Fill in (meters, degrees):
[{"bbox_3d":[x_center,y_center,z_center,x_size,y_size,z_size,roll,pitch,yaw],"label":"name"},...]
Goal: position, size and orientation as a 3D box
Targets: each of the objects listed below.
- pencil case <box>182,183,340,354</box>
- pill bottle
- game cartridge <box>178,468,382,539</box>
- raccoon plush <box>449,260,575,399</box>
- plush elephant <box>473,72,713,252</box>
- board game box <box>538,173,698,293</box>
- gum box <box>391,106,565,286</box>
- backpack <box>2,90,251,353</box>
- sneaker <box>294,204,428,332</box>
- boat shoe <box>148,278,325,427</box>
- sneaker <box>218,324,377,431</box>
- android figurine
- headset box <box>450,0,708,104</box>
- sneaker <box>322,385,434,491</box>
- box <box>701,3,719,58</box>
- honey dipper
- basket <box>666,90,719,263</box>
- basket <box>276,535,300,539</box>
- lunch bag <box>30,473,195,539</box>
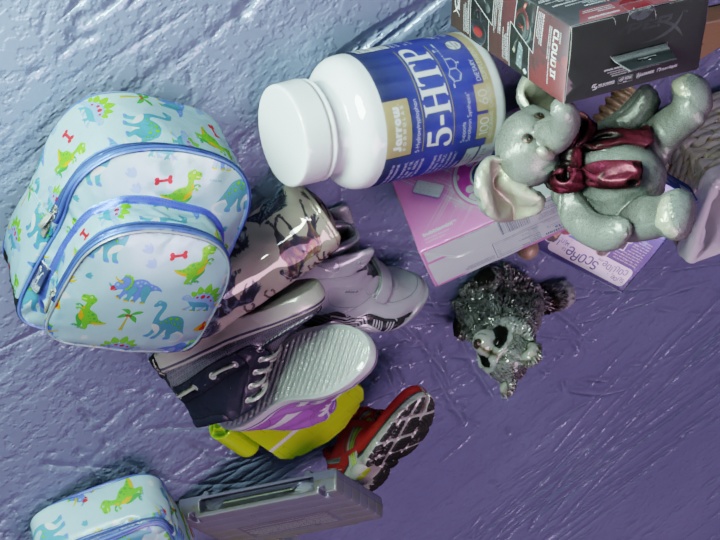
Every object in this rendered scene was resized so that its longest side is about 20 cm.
[{"bbox_3d":[-0.114,-0.006,1.573,0.199,0.090,0.078,-35,135,4],"label":"pencil case"},{"bbox_3d":[0.017,-0.137,1.494,0.199,0.120,0.120,-15,142,-28],"label":"pill bottle"},{"bbox_3d":[-0.088,0.267,1.903,0.199,0.039,0.130,-14,157,21],"label":"game cartridge"},{"bbox_3d":[0.196,0.062,1.876,0.199,0.134,0.097,-13,140,-29],"label":"raccoon plush"},{"bbox_3d":[0.189,-0.101,1.472,0.154,0.166,0.200,26,154,-18],"label":"plush elephant"},{"bbox_3d":[0.232,-0.072,1.758,0.199,0.035,0.136,27,116,-23],"label":"board game box"},{"bbox_3d":[0.138,-0.082,1.635,0.199,0.114,0.066,-23,144,4],"label":"gum box"},{"bbox_3d":[-0.185,-0.034,1.407,0.182,0.147,0.201,8,124,-31],"label":"backpack"},{"bbox_3d":[0.000,0.000,1.685,0.199,0.075,0.115,-2,137,-34],"label":"sneaker"},{"bbox_3d":[-0.102,0.081,1.627,0.199,0.093,0.075,-23,-167,29],"label":"boat shoe"},{"bbox_3d":[-0.042,0.110,1.703,0.200,0.073,0.114,-24,156,35],"label":"sneaker"},{"bbox_3d":[-0.073,0.135,1.819,0.182,0.041,0.200,-41,143,7],"label":"android figurine"},{"bbox_3d":[0.192,-0.221,1.462,0.148,0.200,0.075,-17,127,-26],"label":"headset box"},{"bbox_3d":[0.010,0.181,1.902,0.077,0.085,0.200,-8,149,-39],"label":"sneaker"},{"bbox_3d":[0.278,-0.214,1.648,0.199,0.021,0.163,-15,171,-28],"label":"box"},{"bbox_3d":[0.217,-0.096,1.683,0.201,0.038,0.038,-58,144,2],"label":"honey dipper"},{"bbox_3d":[0.418,-0.118,1.860,0.199,0.124,0.136,-19,144,-21],"label":"basket"},{"bbox_3d":[-0.119,0.440,2.011,0.160,0.200,0.199,-19,143,-19],"label":"basket"},{"bbox_3d":[-0.261,0.309,1.823,0.160,0.083,0.200,-18,144,0],"label":"lunch bag"}]
